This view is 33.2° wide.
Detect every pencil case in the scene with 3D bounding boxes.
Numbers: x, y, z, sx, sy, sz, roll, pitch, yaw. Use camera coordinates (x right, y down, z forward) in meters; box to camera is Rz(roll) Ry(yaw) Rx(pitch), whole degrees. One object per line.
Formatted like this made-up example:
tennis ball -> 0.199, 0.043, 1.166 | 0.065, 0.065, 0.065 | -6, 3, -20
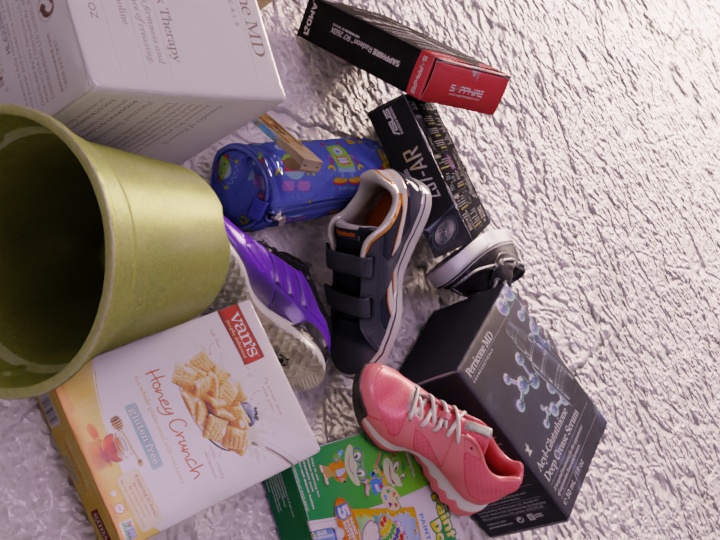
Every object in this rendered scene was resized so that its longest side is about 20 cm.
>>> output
pencil case -> -0.053, -0.084, 1.154 | 0.199, 0.078, 0.087 | -11, 56, -49

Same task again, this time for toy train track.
toy train track -> -0.104, -0.135, 1.093 | 0.114, 0.033, 0.200 | 5, 29, -46

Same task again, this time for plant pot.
plant pot -> -0.200, -0.016, 0.895 | 0.184, 0.200, 0.202 | -5, 75, -61

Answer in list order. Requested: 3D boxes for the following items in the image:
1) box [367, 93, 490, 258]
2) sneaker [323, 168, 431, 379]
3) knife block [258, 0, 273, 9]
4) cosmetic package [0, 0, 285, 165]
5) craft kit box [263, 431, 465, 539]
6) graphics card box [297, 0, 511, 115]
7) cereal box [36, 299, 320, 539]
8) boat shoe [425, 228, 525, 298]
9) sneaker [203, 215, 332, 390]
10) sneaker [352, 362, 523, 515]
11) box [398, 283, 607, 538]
box -> 0.077, -0.104, 1.271 | 0.161, 0.043, 0.200 | 65, 13, -3
sneaker -> 0.000, 0.000, 1.135 | 0.079, 0.078, 0.201 | 20, 83, -48
knife block -> -0.125, -0.355, 1.220 | 0.176, 0.064, 0.200 | 54, 41, -15
cosmetic package -> -0.202, -0.183, 0.972 | 0.199, 0.166, 0.168 | -6, 76, -50
craft kit box -> 0.016, 0.247, 1.098 | 0.197, 0.048, 0.201 | -9, 78, -52
graphics card box -> 0.043, -0.225, 1.258 | 0.125, 0.051, 0.200 | 2, 26, -48
cereal box -> -0.141, 0.119, 0.960 | 0.199, 0.039, 0.145 | -22, 83, -40
boat shoe -> 0.132, 0.003, 1.299 | 0.068, 0.072, 0.200 | 57, 21, 7
sneaker -> -0.093, 0.007, 1.082 | 0.200, 0.069, 0.100 | 53, 34, -21
sneaker -> 0.077, 0.145, 1.115 | 0.200, 0.087, 0.074 | 44, 43, -24
box -> 0.141, 0.144, 1.235 | 0.200, 0.107, 0.149 | 52, 42, -15
